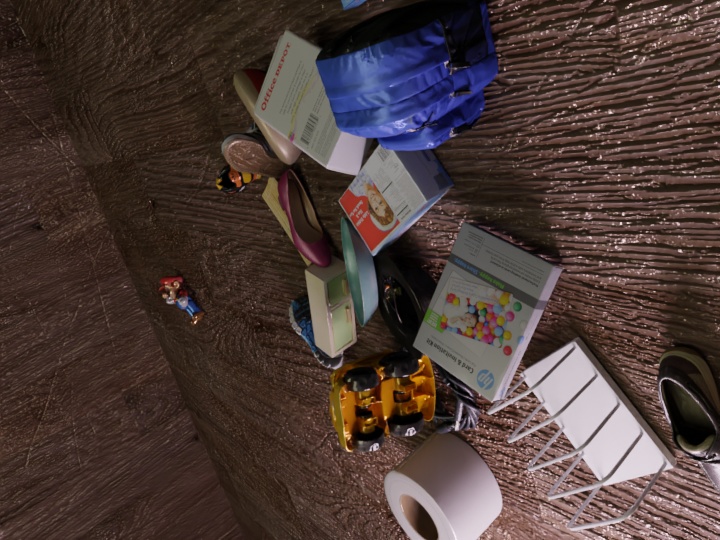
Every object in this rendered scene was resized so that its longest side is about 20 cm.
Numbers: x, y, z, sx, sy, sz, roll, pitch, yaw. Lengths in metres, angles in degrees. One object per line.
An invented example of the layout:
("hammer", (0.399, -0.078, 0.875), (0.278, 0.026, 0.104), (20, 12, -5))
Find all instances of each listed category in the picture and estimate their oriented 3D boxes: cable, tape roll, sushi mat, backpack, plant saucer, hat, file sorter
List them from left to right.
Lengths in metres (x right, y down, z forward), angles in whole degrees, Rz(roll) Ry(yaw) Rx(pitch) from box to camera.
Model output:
("sushi mat", (-0.153, -0.110, 1.294), (0.202, 0.012, 0.096), (56, 146, 8))
("plant saucer", (0.000, 0.000, 1.077), (0.200, 0.035, 0.205), (169, 91, -84))
("backpack", (0.058, -0.233, 0.719), (0.161, 0.198, 0.171), (5, 119, 52))
("hat", (0.093, 0.051, 1.004), (0.200, 0.079, 0.205), (161, 91, -73))
("cable", (0.139, 0.211, 1.088), (0.162, 0.050, 0.203), (-23, 93, 60))
("tape roll", (0.160, 0.445, 1.158), (0.201, 0.138, 0.206), (35, 141, 35))
("file sorter", (0.293, 0.228, 0.812), (0.202, 0.123, 0.139), (54, 147, 12))

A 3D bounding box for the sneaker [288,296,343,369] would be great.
("sneaker", (-0.103, 0.153, 1.381), (0.202, 0.074, 0.087), (57, 174, 24))

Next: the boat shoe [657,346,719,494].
("boat shoe", (0.398, 0.192, 0.688), (0.203, 0.064, 0.073), (61, 147, -1))

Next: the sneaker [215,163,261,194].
("sneaker", (-0.305, -0.214, 1.359), (0.198, 0.089, 0.071), (-9, 108, 56))

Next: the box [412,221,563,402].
("box", (0.174, 0.055, 0.834), (0.155, 0.041, 0.204), (32, 107, 39))

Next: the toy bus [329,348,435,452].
("toy bus", (0.009, 0.217, 1.068), (0.190, 0.196, 0.139), (13, 112, 55))

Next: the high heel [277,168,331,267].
("high heel", (-0.113, -0.104, 1.188), (0.202, 0.067, 0.097), (54, 154, 14))

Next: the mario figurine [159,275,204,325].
("mario figurine", (-0.653, 0.110, 2.093), (0.123, 0.106, 0.201), (-44, 84, 22))

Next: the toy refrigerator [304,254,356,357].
("toy refrigerator", (-0.059, 0.079, 1.248), (0.069, 0.075, 0.204), (29, 135, 40))

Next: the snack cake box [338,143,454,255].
("snack cake box", (0.050, -0.123, 0.942), (0.116, 0.067, 0.200), (56, 148, 5))

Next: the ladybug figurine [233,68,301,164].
("ladybug figurine", (-0.164, -0.294, 1.088), (0.202, 0.071, 0.136), (57, -179, 3))

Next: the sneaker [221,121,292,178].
("sneaker", (-0.217, -0.249, 1.138), (0.070, 0.199, 0.110), (-38, 73, 18))

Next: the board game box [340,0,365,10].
("board game box", (-0.007, -0.479, 0.776), (0.150, 0.036, 0.204), (-2, 113, 55))

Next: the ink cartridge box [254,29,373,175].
("ink cartridge box", (-0.063, -0.266, 0.927), (0.199, 0.084, 0.147), (39, 112, 30))
